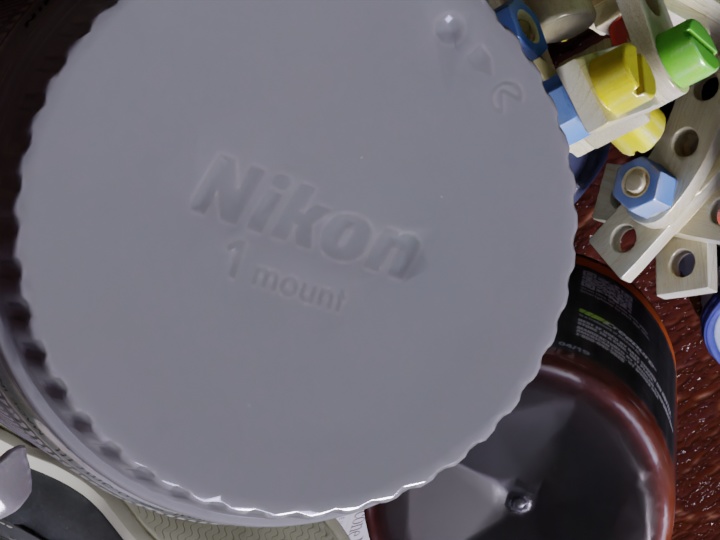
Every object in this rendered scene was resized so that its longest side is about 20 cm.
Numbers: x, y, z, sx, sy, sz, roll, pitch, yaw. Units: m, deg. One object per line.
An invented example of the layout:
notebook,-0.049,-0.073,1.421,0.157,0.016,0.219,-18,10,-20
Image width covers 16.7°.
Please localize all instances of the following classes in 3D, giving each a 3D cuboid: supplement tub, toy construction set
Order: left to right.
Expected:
supplement tub,0.064,0.054,0.894,0.107,0.107,0.200,-35,-173,15
toy construction set,0.088,-0.070,0.789,0.092,0.132,0.200,-22,155,15

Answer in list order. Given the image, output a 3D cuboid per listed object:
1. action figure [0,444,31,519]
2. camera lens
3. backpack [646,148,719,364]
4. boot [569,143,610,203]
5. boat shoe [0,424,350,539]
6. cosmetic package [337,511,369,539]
action figure,-0.216,0.024,0.692,0.193,0.105,0.200,0,155,42
camera lens,-0.043,-0.015,0.684,0.159,0.161,0.200,-17,-172,-16
backpack,0.212,-0.014,0.966,0.190,0.154,0.200,23,127,-42
boot,0.000,0.000,0.891,0.200,0.073,0.090,-38,153,27
boat shoe,-0.088,0.081,0.857,0.072,0.200,0.068,-56,172,-48
cosmetic package,-0.095,0.095,0.953,0.199,0.081,0.113,-13,149,-19
